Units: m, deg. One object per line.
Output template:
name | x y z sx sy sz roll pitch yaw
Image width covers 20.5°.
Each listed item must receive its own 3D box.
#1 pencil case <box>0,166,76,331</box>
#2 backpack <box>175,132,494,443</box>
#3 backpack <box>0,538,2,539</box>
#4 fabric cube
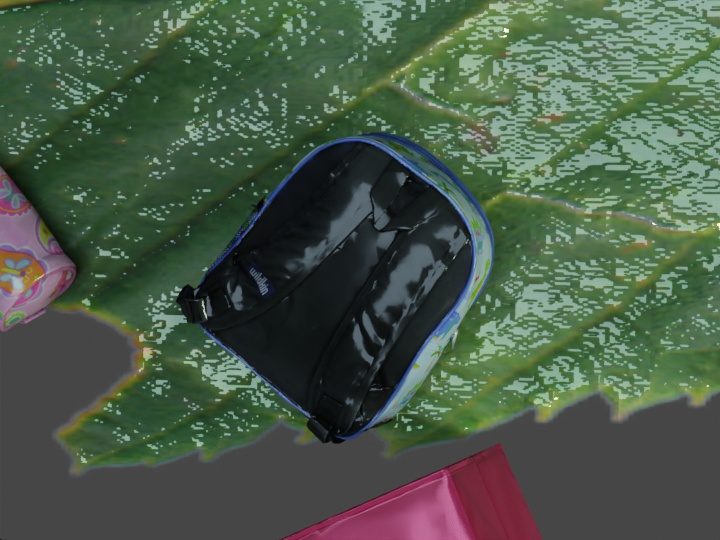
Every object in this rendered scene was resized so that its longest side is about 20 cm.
pencil case | -0.319 -0.048 1.618 0.087 0.087 0.200 -44 80 12
backpack | 0.000 0.000 1.498 0.183 0.147 0.200 40 106 10
backpack | -0.282 0.332 1.573 0.153 0.176 0.201 15 110 -16
fabric cube | 0.040 0.263 1.472 0.195 0.200 0.200 -26 83 15
